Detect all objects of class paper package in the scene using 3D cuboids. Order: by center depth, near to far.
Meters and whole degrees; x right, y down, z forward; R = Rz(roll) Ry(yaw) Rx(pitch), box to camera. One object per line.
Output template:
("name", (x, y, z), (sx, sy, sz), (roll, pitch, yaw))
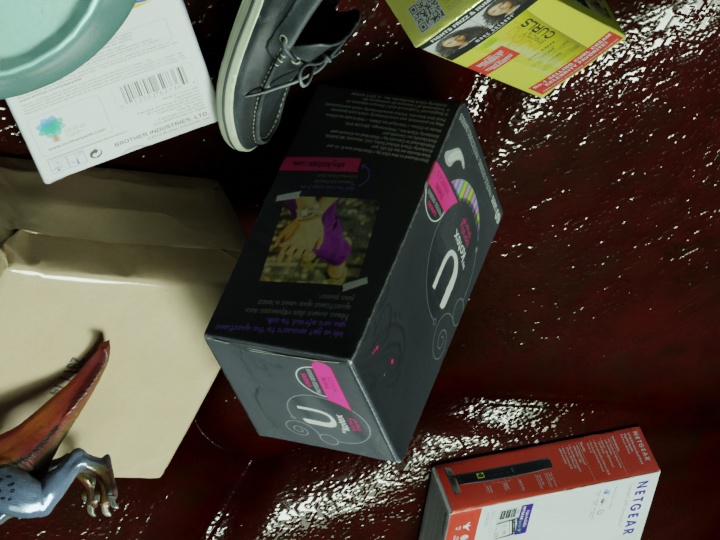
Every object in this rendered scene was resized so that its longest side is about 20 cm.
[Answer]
("paper package", (-0.186, 0.034, 1.575), (0.190, 0.104, 0.200), (5, 134, -30))

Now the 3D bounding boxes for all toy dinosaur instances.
("toy dinosaur", (-0.251, 0.140, 1.529), (0.181, 0.105, 0.201), (-2, 99, -19))

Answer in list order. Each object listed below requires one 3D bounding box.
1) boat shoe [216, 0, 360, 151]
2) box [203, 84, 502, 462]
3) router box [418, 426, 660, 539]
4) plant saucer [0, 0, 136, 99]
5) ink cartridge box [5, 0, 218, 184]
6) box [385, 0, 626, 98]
("boat shoe", (-0.037, -0.144, 1.452), (0.062, 0.075, 0.200), (27, 129, 7))
("box", (0.000, 0.000, 1.531), (0.106, 0.200, 0.122), (10, 150, 25))
("router box", (0.137, 0.220, 1.990), (0.179, 0.049, 0.200), (-10, 140, -15))
("plant saucer", (-0.209, -0.174, 1.320), (0.199, 0.036, 0.201), (-6, 120, -10))
("ink cartridge box", (-0.161, -0.142, 1.429), (0.119, 0.042, 0.200), (-20, 144, -1))
("box", (0.088, -0.156, 1.470), (0.075, 0.050, 0.200), (-35, 163, 18))
